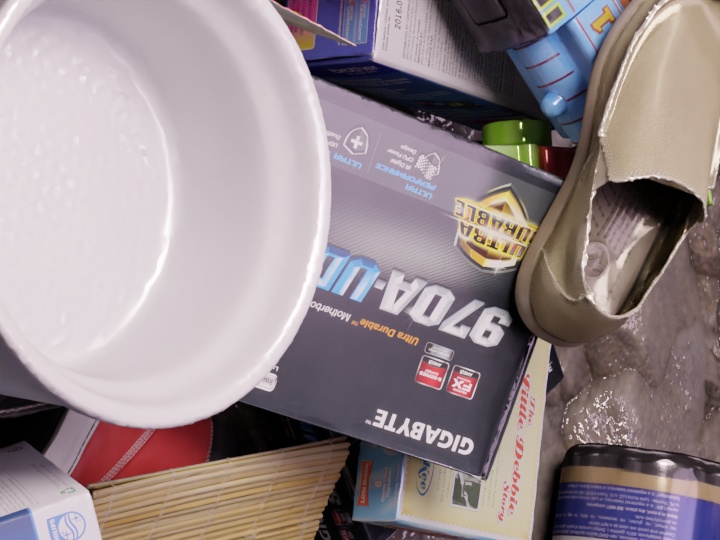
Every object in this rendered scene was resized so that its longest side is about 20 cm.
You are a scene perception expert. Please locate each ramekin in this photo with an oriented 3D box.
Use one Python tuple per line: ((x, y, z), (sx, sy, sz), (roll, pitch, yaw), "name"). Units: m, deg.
((-0.114, -0.037, 0.890), (0.200, 0.097, 0.202), (0, 90, -47), "ramekin")

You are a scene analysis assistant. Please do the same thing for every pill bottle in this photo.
((0.168, 0.215, 1.329), (0.111, 0.111, 0.202), (18, 76, -46), "pill bottle")

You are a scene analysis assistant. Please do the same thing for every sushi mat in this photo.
((-0.080, 0.135, 1.059), (0.199, 0.012, 0.096), (-5, 123, -53), "sushi mat")

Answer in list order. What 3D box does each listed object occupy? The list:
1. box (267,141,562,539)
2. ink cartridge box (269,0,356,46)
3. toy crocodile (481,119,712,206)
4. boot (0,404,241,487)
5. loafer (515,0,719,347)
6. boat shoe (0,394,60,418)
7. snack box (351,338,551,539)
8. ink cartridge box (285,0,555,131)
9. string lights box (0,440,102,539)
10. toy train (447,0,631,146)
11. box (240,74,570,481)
((0.025, 0.039, 1.211), (0.200, 0.046, 0.160), (-37, 115, -41), "box")
((-0.105, -0.178, 0.997), (0.199, 0.160, 0.048), (26, 90, -44), "ink cartridge box")
((0.120, -0.044, 1.173), (0.199, 0.061, 0.068), (7, 79, -46), "toy crocodile")
((-0.132, 0.125, 1.037), (0.200, 0.072, 0.145), (-56, 129, -36), "boot")
((0.145, -0.053, 1.049), (0.075, 0.068, 0.201), (22, 87, -25), "loafer")
((-0.204, 0.062, 0.934), (0.199, 0.072, 0.068), (-6, 59, -36), "boat shoe")
((0.056, 0.046, 1.169), (0.116, 0.037, 0.202), (18, 74, -45), "snack box")
((0.032, -0.163, 1.157), (0.199, 0.076, 0.138), (14, 79, -48), "ink cartridge box")
((-0.212, 0.136, 0.873), (0.199, 0.103, 0.059), (-18, 105, -21), "string lights box")
((0.124, -0.129, 1.115), (0.114, 0.087, 0.201), (-40, 107, -24), "toy train")
((0.000, 0.000, 1.050), (0.199, 0.046, 0.160), (21, 89, -29), "box")
